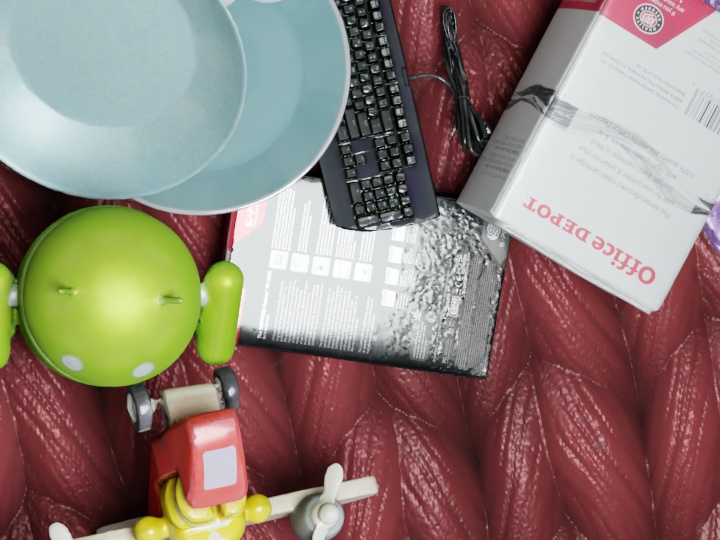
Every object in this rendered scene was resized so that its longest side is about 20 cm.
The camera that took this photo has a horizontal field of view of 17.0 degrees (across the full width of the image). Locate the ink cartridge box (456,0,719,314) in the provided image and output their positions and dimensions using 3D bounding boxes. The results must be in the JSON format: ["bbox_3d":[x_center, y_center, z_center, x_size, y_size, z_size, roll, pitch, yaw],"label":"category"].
[{"bbox_3d":[0.177,-0.093,1.636,0.145,0.083,0.201,29,89,-20],"label":"ink cartridge box"}]

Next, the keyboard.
[{"bbox_3d":[0.022,-0.131,1.649,0.126,0.021,0.201,-12,85,-14],"label":"keyboard"}]

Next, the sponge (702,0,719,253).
[{"bbox_3d":[0.245,-0.122,1.714,0.111,0.030,0.200,-39,101,-5],"label":"sponge"}]

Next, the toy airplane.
[{"bbox_3d":[-0.110,0.172,1.597,0.199,0.199,0.142,-34,59,20],"label":"toy airplane"}]

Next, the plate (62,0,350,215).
[{"bbox_3d":[-0.105,-0.134,1.625,0.199,0.026,0.202,0,81,0],"label":"plate"}]

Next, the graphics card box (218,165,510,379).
[{"bbox_3d":[0.000,0.000,1.672,0.198,0.051,0.126,7,94,-10],"label":"graphics card box"}]

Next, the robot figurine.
[{"bbox_3d":[-0.166,0.017,1.563,0.174,0.200,0.117,2,89,-11],"label":"robot figurine"}]

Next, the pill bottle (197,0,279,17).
[{"bbox_3d":[-0.040,-0.246,1.579,0.199,0.113,0.114,-30,102,-21],"label":"pill bottle"}]

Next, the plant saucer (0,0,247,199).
[{"bbox_3d":[-0.170,-0.140,1.555,0.199,0.039,0.202,3,124,4],"label":"plant saucer"}]
